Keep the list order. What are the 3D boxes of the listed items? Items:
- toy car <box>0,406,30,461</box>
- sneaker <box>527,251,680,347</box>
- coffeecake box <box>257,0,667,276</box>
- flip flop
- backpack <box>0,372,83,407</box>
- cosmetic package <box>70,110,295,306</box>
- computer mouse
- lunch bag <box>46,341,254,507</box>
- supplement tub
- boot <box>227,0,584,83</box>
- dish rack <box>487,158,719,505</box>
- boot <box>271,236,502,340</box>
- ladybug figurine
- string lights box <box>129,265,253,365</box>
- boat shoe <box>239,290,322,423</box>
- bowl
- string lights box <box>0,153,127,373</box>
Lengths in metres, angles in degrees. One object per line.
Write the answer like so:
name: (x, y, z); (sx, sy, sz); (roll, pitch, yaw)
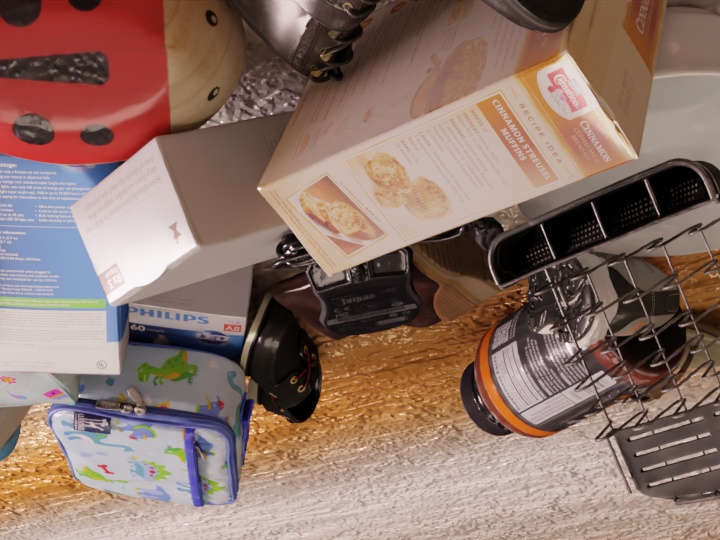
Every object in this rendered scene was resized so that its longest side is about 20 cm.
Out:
toy car: (-0.404, 0.103, 1.203); (0.199, 0.177, 0.185); (34, 143, 0)
sneaker: (0.164, 0.014, 0.969); (0.078, 0.075, 0.200); (0, -171, -7)
coffeecake box: (0.058, -0.100, 0.749); (0.199, 0.154, 0.073); (-21, 123, 35)
flip flop: (0.233, 0.088, 1.194); (0.198, 0.058, 0.081); (-10, 149, 21)
backpack: (-0.282, 0.034, 1.043); (0.198, 0.128, 0.167); (-3, 157, 27)
cosmetic package: (-0.068, -0.047, 0.851); (0.101, 0.075, 0.199); (-29, 171, 41)
computer mouse: (0.026, -0.012, 0.893); (0.139, 0.047, 0.200); (-14, 161, 7)
lunch bag: (-0.170, 0.131, 1.149); (0.159, 0.083, 0.201); (8, 152, -1)
supplement tub: (0.165, 0.071, 1.120); (0.106, 0.108, 0.200); (17, 149, -26)
boot: (0.008, -0.154, 0.703); (0.200, 0.069, 0.174); (44, 145, 7)
dish rack: (0.181, 0.044, 0.814); (0.153, 0.202, 0.054); (-24, 180, 38)
boot: (0.000, 0.000, 1.032); (0.165, 0.073, 0.200); (-17, 150, 26)
ladybug figurine: (-0.163, -0.120, 0.768); (0.197, 0.072, 0.137); (-5, 111, -2)
string lights box: (-0.147, 0.053, 1.150); (0.102, 0.060, 0.201); (7, 151, -4)
boat shoe: (-0.063, 0.075, 1.161); (0.063, 0.074, 0.202); (22, 159, 9)
bowl: (0.186, -0.095, 0.831); (0.199, 0.091, 0.202); (1, 152, 0)
string lights box: (-0.203, -0.035, 0.884); (0.101, 0.059, 0.202); (2, 116, -5)
